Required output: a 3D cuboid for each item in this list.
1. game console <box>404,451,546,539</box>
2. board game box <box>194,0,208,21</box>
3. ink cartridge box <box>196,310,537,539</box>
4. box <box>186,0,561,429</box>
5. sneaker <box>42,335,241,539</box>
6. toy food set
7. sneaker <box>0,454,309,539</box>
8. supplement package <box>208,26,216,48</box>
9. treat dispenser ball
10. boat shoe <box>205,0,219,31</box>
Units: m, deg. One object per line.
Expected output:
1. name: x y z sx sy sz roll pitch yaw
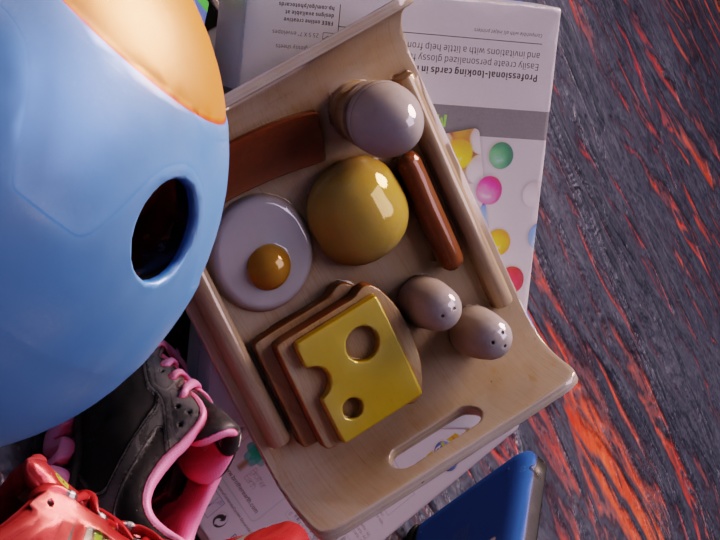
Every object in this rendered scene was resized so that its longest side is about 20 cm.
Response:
1. game console: 0.075 0.239 1.151 0.118 0.171 0.200 39 34 -17
2. board game box: -0.139 -0.171 0.837 0.200 0.034 0.135 55 12 -20
3. ink cartridge box: 0.001 0.075 0.962 0.042 0.200 0.120 42 -14 51
4. box: 0.005 -0.028 0.885 0.041 0.155 0.201 -150 -115 -66
5. sneaker: -0.092 0.066 0.840 0.079 0.095 0.201 50 33 -47
6. toy food set: 0.000 0.000 0.831 0.201 0.143 0.060 65 -17 -19
7. sneaker: -0.102 0.108 0.717 0.199 0.077 0.085 -6 74 -35
8. supplement package: -0.020 -0.028 0.999 0.200 0.117 0.117 59 1 -39
9. treat dispenser ball: -0.142 -0.041 0.622 0.201 0.200 0.202 -13 90 -69
10. boat shoe: -0.122 -0.176 0.959 0.200 0.067 0.057 58 43 -31
